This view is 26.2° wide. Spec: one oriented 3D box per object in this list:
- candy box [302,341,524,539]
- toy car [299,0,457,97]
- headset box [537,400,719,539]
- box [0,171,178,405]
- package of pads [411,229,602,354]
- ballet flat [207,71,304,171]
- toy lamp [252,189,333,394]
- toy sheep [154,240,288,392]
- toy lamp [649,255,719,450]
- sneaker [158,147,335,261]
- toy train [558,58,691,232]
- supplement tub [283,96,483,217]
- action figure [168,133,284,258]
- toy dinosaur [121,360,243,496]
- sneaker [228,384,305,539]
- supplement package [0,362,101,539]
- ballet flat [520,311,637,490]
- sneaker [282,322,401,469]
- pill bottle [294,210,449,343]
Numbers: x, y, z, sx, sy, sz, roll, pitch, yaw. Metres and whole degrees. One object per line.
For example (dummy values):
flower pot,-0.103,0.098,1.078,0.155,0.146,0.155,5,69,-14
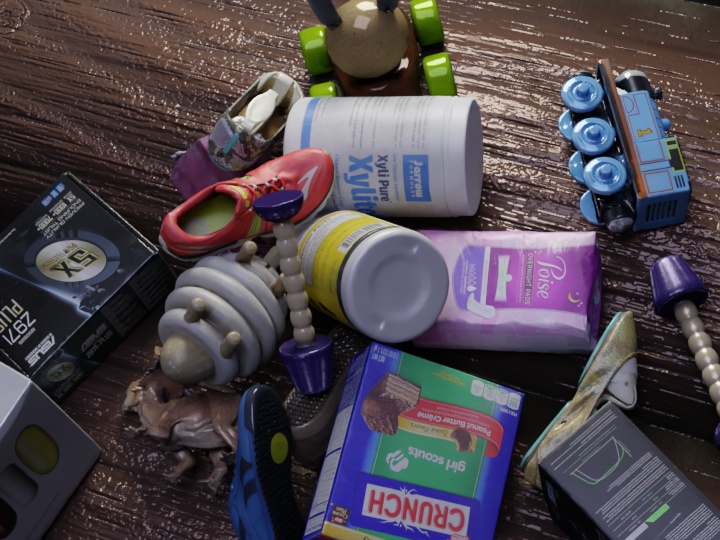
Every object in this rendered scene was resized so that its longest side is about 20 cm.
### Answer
candy box,0.053,0.193,1.510,0.168,0.077,0.201,19,69,-10
toy car,0.006,-0.268,1.713,0.163,0.200,0.159,-14,62,6
headset box,0.267,0.245,1.414,0.093,0.174,0.200,-39,64,-9
box,-0.331,0.020,1.714,0.164,0.086,0.200,40,78,26
package of pads,0.149,0.023,1.608,0.199,0.076,0.121,2,67,14
ballet flat,-0.100,-0.177,1.688,0.072,0.072,0.201,10,34,17
toy lamp,-0.064,0.024,1.520,0.058,0.058,0.201,-9,107,8
toy sheep,-0.134,0.043,1.588,0.137,0.138,0.200,29,54,24
toy lamp,0.340,0.077,1.539,0.058,0.058,0.201,-21,63,2
sneaker,-0.113,-0.068,1.586,0.199,0.085,0.077,-28,80,-8
toy train,0.280,-0.133,1.653,0.113,0.087,0.201,-9,60,-2
supplement tub,0.026,-0.123,1.676,0.199,0.132,0.133,1,64,14
action figure,-0.132,-0.056,1.719,0.148,0.134,0.201,-10,68,-41
toy dinosaur,-0.165,0.151,1.617,0.199,0.086,0.136,11,45,6
sneaker,-0.106,0.210,1.530,0.078,0.066,0.201,2,107,34
supplement package,-0.401,0.195,1.578,0.147,0.200,0.192,26,73,23
ballet flat,0.235,0.137,1.537,0.070,0.071,0.201,30,80,24
sneaker,-0.016,0.119,1.609,0.070,0.076,0.200,18,49,35
pill bottle,0.000,0.000,1.582,0.114,0.114,0.200,-43,22,-10
